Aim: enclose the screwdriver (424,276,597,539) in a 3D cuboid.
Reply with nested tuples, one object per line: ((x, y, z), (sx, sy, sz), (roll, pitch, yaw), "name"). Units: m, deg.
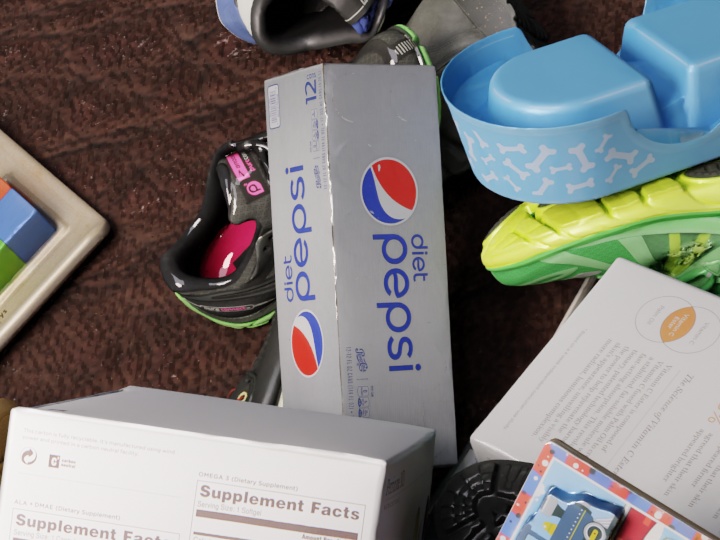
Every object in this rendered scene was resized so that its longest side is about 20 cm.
((0.073, 0.069, 1.123), (0.029, 0.028, 0.201), (24, 72, 7), "screwdriver")

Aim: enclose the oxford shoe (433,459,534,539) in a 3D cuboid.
((0.114, 0.153, 0.958), (0.200, 0.085, 0.073), (35, 73, 22), "oxford shoe")

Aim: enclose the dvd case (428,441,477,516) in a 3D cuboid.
((0.090, 0.182, 1.076), (0.200, 0.022, 0.146), (26, 76, 35), "dvd case")

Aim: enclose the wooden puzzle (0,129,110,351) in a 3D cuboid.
((-0.270, -0.010, 1.358), (0.185, 0.046, 0.200), (-48, 52, -6), "wooden puzzle")

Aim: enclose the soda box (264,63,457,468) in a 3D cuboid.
((0.000, 0.000, 1.124), (0.063, 0.068, 0.201), (-8, 85, 59), "soda box")

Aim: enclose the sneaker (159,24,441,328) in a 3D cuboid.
((-0.031, -0.046, 1.204), (0.200, 0.084, 0.077), (-50, 55, 18), "sneaker")

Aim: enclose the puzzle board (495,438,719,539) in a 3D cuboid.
((0.097, 0.187, 0.906), (0.150, 0.017, 0.201), (31, 115, 15), "puzzle board")

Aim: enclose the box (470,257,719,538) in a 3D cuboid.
((0.170, 0.097, 1.018), (0.200, 0.098, 0.124), (24, 60, 35), "box")

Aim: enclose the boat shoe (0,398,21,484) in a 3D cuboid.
((-0.211, 0.170, 1.213), (0.069, 0.074, 0.201), (-19, 53, 32), "boat shoe")

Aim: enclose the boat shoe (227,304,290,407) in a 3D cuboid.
((-0.052, 0.084, 1.172), (0.063, 0.074, 0.202), (8, 70, 22), "boat shoe")

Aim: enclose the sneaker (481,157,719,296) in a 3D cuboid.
((0.157, -0.012, 1.108), (0.199, 0.084, 0.074), (-9, 21, 10), "sneaker")

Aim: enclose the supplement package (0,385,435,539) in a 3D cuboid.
((-0.057, 0.117, 0.982), (0.155, 0.200, 0.111), (7, 91, 8), "supplement package")

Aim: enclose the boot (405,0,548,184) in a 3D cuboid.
((0.063, -0.068, 1.224), (0.131, 0.068, 0.200), (-44, 51, 13), "boot")

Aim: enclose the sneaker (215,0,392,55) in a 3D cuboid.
((0.008, -0.183, 1.275), (0.199, 0.081, 0.115), (-41, 24, 8), "sneaker")

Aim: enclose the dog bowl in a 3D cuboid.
((0.136, -0.088, 1.105), (0.199, 0.050, 0.111), (-18, 33, -17), "dog bowl")
